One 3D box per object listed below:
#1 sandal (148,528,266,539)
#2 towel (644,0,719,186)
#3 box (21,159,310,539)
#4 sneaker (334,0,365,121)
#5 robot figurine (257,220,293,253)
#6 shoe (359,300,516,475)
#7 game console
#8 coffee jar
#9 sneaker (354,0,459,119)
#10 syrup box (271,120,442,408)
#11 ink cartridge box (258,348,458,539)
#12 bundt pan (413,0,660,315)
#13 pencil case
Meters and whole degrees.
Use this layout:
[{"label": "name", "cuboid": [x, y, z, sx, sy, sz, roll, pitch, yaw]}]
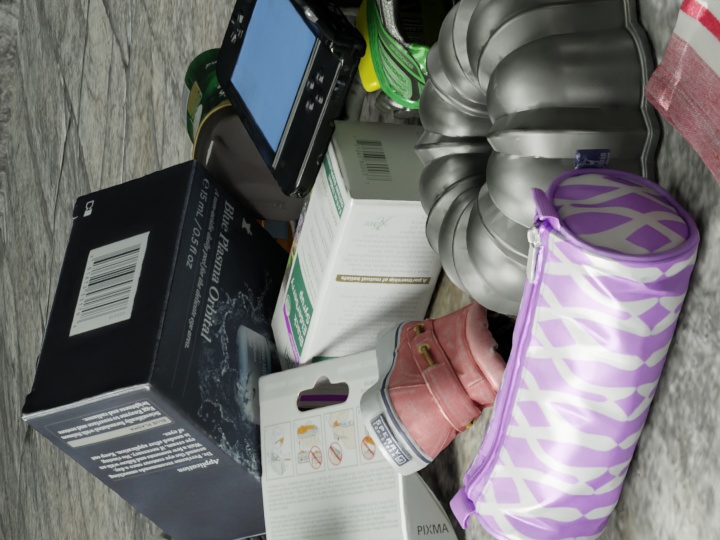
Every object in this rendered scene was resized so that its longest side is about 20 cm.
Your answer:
[{"label": "sandal", "cuboid": [-0.114, 0.197, 1.472, 0.050, 0.202, 0.083, -10, 103, 42]}, {"label": "towel", "cuboid": [0.179, -0.126, 0.814, 0.144, 0.023, 0.201, -116, 31, -53]}, {"label": "box", "cuboid": [-0.122, 0.063, 1.375, 0.117, 0.200, 0.198, -15, 48, 29]}, {"label": "sneaker", "cuboid": [-0.011, -0.191, 1.341, 0.089, 0.074, 0.201, -115, 20, -54]}, {"label": "robot figurine", "cuboid": [-0.088, 0.023, 1.601, 0.145, 0.058, 0.202, -177, 88, -73]}, {"label": "shoe", "cuboid": [0.060, 0.056, 1.131, 0.072, 0.091, 0.200, 57, -168, -6]}, {"label": "game console", "cuboid": [-0.084, -0.172, 1.248, 0.177, 0.116, 0.200, -68, 28, 25]}, {"label": "coffee jar", "cuboid": [-0.082, -0.107, 1.466, 0.200, 0.103, 0.086, -112, 28, -66]}, {"label": "sneaker", "cuboid": [0.033, -0.204, 1.213, 0.085, 0.078, 0.201, -30, 70, 62]}, {"label": "syrup box", "cuboid": [0.000, 0.000, 1.285, 0.079, 0.081, 0.201, -105, 24, -42]}, {"label": "ink cartridge box", "cuboid": [-0.002, 0.160, 1.260, 0.160, 0.047, 0.202, -17, 75, 52]}, {"label": "bundt pan", "cuboid": [0.085, -0.069, 1.028, 0.202, 0.075, 0.204, 180, 90, -72]}, {"label": "pencil case", "cuboid": [0.106, 0.046, 0.944, 0.084, 0.085, 0.201, -124, 36, -50]}]
